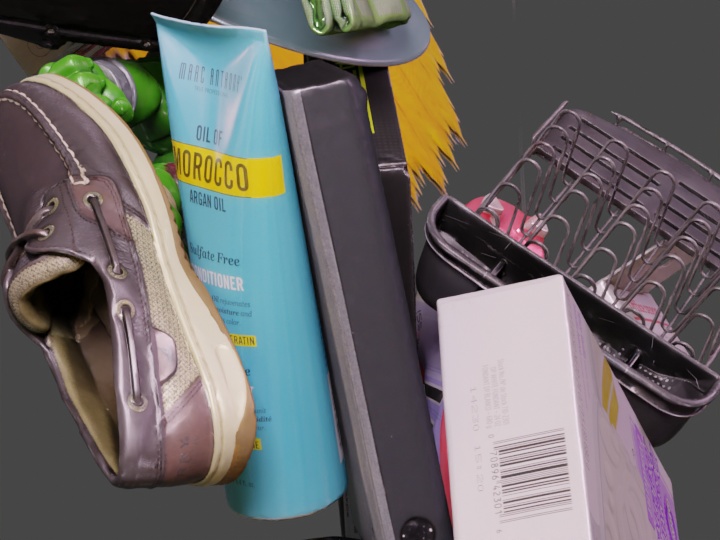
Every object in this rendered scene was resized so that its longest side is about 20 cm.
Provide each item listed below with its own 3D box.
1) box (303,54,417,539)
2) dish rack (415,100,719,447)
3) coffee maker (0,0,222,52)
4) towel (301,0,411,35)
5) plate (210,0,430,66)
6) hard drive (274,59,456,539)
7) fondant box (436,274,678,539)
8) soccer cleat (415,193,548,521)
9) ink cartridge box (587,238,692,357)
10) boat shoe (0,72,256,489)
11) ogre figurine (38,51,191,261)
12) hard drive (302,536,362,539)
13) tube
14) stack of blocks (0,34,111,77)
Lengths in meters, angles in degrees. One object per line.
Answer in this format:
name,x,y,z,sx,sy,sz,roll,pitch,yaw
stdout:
box,0.000,0.000,1.275,0.193,0.047,0.201,-94,-179,-64
dish rack,0.124,-0.012,1.248,0.153,0.055,0.200,35,43,7
coffee maker,-0.142,-0.215,1.123,0.191,0.135,0.201,23,47,-31
towel,-0.017,-0.206,1.176,0.149,0.030,0.201,-28,103,-74
plate,-0.053,-0.160,1.280,0.199,0.026,0.200,22,22,-9
hard drive,-0.002,0.017,1.071,0.140,0.033,0.201,-131,-150,-81
fondant box,0.091,0.114,1.101,0.200,0.058,0.145,58,24,-55
soccer cleat,0.054,0.055,1.265,0.066,0.076,0.201,21,51,-23
ink cartridge box,0.110,0.066,1.373,0.068,0.200,0.115,57,13,12
boat shoe,-0.109,0.001,1.040,0.065,0.073,0.200,-7,51,-39
ogre figurine,-0.071,-0.018,1.174,0.200,0.098,0.120,42,26,-7
hard drive,0.032,0.184,1.143,0.200,0.042,0.135,34,24,-58
tube,-0.043,-0.002,1.039,0.077,0.050,0.201,12,-63,46
stack of blocks,-0.184,-0.197,1.303,0.201,0.058,0.115,55,13,-1
